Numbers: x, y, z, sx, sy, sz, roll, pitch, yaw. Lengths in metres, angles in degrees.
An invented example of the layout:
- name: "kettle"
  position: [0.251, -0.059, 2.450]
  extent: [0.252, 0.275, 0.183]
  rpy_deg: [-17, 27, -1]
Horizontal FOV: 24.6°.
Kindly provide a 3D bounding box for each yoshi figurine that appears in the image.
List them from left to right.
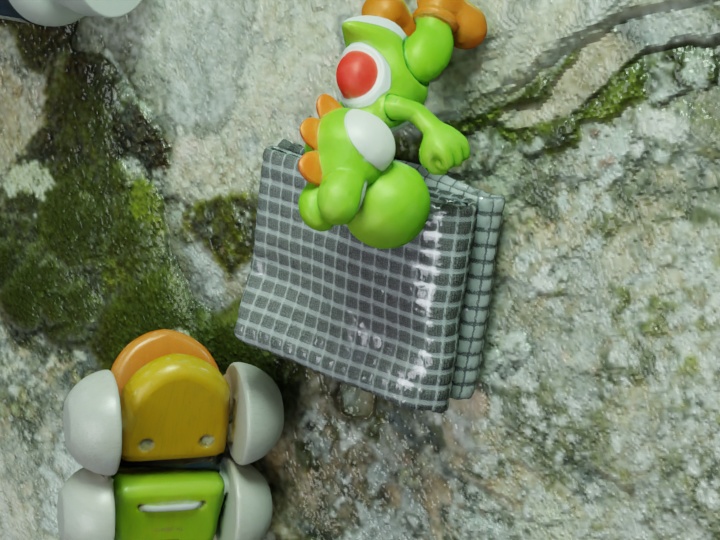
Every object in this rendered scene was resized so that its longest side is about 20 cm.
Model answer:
- name: "yoshi figurine"
  position: [0.022, -0.095, 1.132]
  extent: [0.112, 0.200, 0.113]
  rpy_deg: [22, 151, 4]

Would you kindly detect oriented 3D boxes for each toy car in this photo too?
- name: "toy car"
  position: [-0.165, 0.145, 1.369]
  extent: [0.150, 0.174, 0.201]
  rpy_deg: [-130, 43, -59]

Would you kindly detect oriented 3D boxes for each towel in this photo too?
- name: "towel"
  position: [0.000, 0.000, 1.228]
  extent: [0.199, 0.085, 0.166]
  rpy_deg: [18, 113, 32]

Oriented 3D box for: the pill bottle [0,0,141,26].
- name: "pill bottle"
  position: [-0.269, -0.260, 1.334]
  extent: [0.199, 0.119, 0.120]
  rpy_deg: [13, 111, 34]
